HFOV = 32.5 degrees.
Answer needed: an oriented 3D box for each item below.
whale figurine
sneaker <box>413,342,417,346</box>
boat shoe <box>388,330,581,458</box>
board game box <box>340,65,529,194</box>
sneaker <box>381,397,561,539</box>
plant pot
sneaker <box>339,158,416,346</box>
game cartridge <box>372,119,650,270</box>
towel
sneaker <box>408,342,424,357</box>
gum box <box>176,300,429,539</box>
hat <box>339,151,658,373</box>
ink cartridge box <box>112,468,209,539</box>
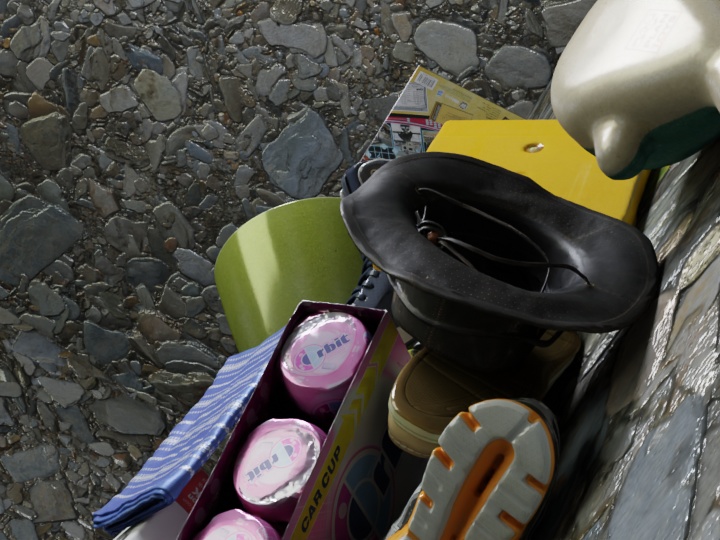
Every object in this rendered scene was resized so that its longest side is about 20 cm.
[{"bbox_3d":[0.203,-0.114,0.740,0.160,0.103,0.200,-57,24,-4],"label":"whale figurine"},{"bbox_3d":[0.076,0.081,1.235,0.200,0.075,0.115,-45,-13,-10],"label":"sneaker"},{"bbox_3d":[0.075,0.080,0.746,0.199,0.074,0.067,-19,-46,-55],"label":"boat shoe"},{"bbox_3d":[0.101,-0.072,1.055,0.136,0.199,0.035,-57,-19,-7],"label":"board game box"},{"bbox_3d":[0.047,0.149,0.648,0.201,0.078,0.077,-56,-15,19],"label":"sneaker"},{"bbox_3d":[-0.028,0.072,1.101,0.188,0.185,0.201,122,146,-42],"label":"plant pot"},{"bbox_3d":[0.000,0.000,0.970,0.201,0.147,0.077,-31,-1,-25],"label":"sneaker"},{"bbox_3d":[0.119,-0.056,0.909,0.200,0.175,0.033,-58,-36,-50],"label":"game cartridge"},{"bbox_3d":[-0.124,0.118,0.969,0.145,0.024,0.200,-34,15,52],"label":"towel"},{"bbox_3d":[0.035,0.101,0.991,0.084,0.075,0.200,-30,-12,13],"label":"sneaker"},{"bbox_3d":[-0.029,0.133,0.714,0.201,0.066,0.114,-64,-37,-32],"label":"gum box"},{"bbox_3d":[0.074,0.009,0.716,0.201,0.199,0.082,-58,-15,-62],"label":"hat"},{"bbox_3d":[-0.182,0.259,0.926,0.147,0.083,0.200,-42,1,32],"label":"ink cartridge box"}]
